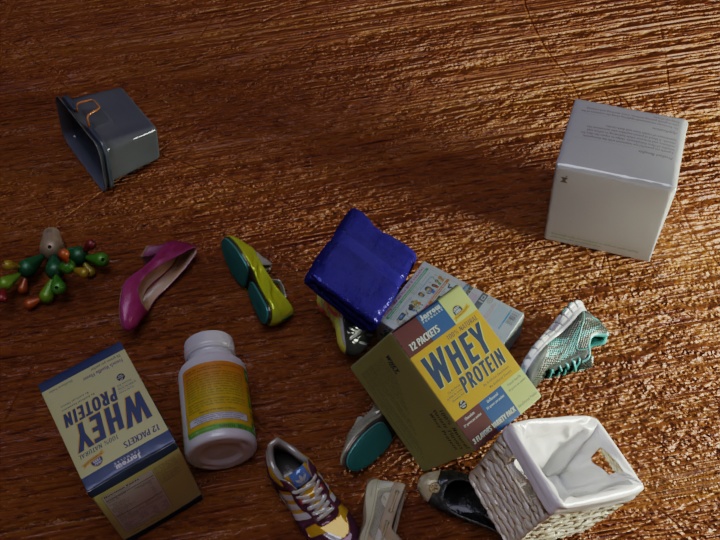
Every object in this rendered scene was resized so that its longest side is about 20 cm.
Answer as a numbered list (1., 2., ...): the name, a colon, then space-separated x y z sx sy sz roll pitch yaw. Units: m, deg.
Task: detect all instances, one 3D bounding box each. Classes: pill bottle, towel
1. pill bottle: -0.229 0.200 1.445 0.110 0.111 0.201 -11 54 -4
2. towel: 0.000 0.000 1.526 0.147 0.050 0.200 36 44 -4

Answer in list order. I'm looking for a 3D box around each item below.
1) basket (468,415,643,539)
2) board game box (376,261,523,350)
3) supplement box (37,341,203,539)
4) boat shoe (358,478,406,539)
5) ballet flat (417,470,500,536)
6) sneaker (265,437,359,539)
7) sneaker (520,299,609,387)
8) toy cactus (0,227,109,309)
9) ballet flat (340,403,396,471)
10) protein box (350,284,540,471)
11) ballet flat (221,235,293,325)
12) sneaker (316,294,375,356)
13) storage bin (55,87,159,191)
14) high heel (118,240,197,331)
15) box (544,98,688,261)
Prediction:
1. basket: 0.270 0.296 1.282 0.199 0.124 0.136 3 44 -40
2. board game box: 0.148 0.094 1.522 0.199 0.064 0.148 30 61 22
3. supplement box: -0.352 0.257 1.359 0.134 0.200 0.200 -29 57 -16
4. boat shoe: 0.032 0.394 1.313 0.064 0.072 0.201 2 49 8
5. ballet flat: 0.176 0.342 1.338 0.199 0.057 0.067 19 84 17
6. sneaker: -0.077 0.334 1.349 0.075 0.090 0.200 -38 59 -21
7. sneaker: 0.328 0.136 1.474 0.091 0.078 0.200 36 66 22
8. toy cactus: -0.561 -0.020 1.652 0.199 0.103 0.165 -23 46 -2
9. ballet flat: 0.030 0.238 1.440 0.200 0.068 0.062 -40 33 -26
10. protein box: 0.118 0.162 1.341 0.135 0.200 0.199 -33 83 -25
11. ballet flat: -0.178 0.015 1.613 0.067 0.067 0.200 -13 54 -31
12. sneaker: -0.033 0.062 1.558 0.090 0.078 0.201 -33 48 33
13. storage bin: -0.493 -0.279 1.804 0.134 0.146 0.200 -27 56 -27
14. high heel: -0.355 0.026 1.609 0.095 0.068 0.201 -3 40 15
15. box: 0.440 -0.156 1.595 0.198 0.201 0.172 14 54 13
